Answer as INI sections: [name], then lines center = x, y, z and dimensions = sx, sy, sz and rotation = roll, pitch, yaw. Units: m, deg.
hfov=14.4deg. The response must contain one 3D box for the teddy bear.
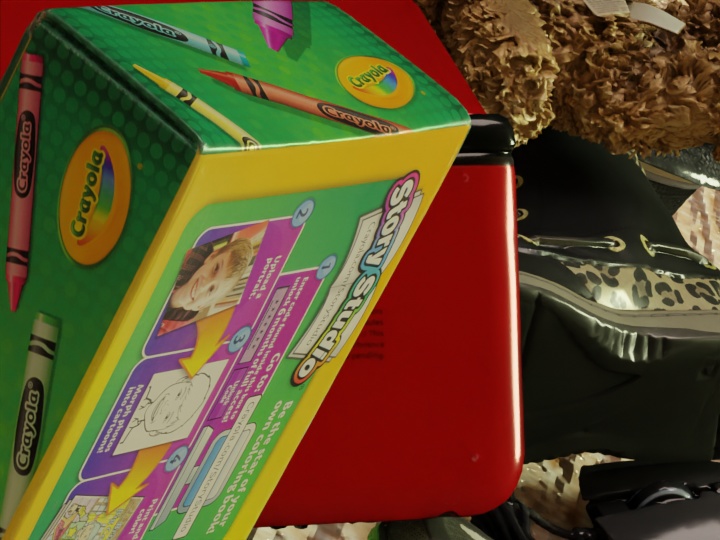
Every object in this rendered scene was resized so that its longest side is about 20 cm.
[teddy bear]
center = 0.069, -0.078, 1.024
dimensions = 0.199, 0.067, 0.145
rotation = 8, 34, -17

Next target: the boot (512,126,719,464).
[boot]
center = 0.047, -0.005, 1.006
dimensions = 0.203, 0.074, 0.154
rotation = 8, 33, -31

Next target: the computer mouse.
[computer mouse]
center = 0.124, 0.102, 0.978
dimensions = 0.199, 0.046, 0.141
rotation = 19, 22, -20

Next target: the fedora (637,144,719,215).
[fedora]
center = 0.081, -0.049, 1.203
dimensions = 0.200, 0.092, 0.201
rotation = 26, 15, -7

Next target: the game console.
[game console]
center = -0.062, -0.009, 0.867
dimensions = 0.199, 0.173, 0.119
rotation = -2, -1, -15

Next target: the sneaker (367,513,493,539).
[sneaker]
center = 0.095, 0.116, 0.858
dimensions = 0.199, 0.084, 0.077
rotation = 26, 21, -1

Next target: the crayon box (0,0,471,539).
[crayon box]
center = -0.065, 0.032, 0.704
dimensions = 0.058, 0.200, 0.119
rotation = 38, 24, 23
